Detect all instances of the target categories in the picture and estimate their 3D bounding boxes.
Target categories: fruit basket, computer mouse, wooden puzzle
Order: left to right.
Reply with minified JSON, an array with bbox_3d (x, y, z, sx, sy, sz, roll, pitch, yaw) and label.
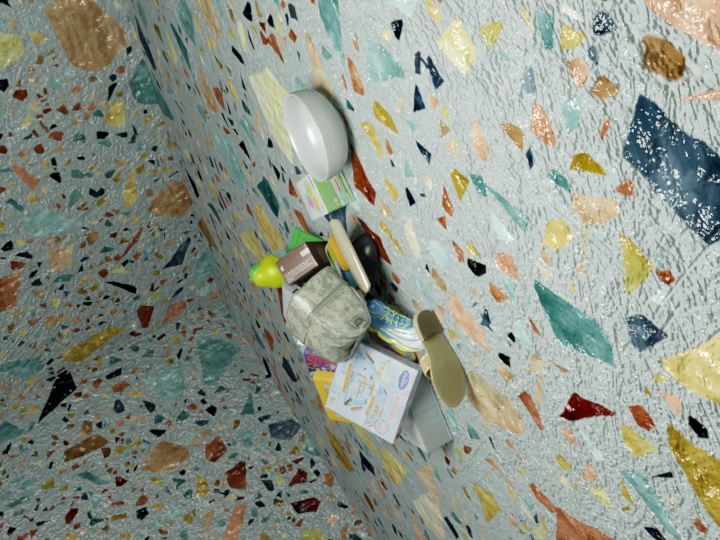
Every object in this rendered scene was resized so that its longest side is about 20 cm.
[{"bbox_3d":[-0.207,-0.012,1.992,0.216,0.215,0.156,90,-168,-54],"label":"fruit basket"},{"bbox_3d":[-0.039,-0.007,1.632,0.185,0.037,0.200,65,166,12],"label":"wooden puzzle"},{"bbox_3d":[0.000,0.000,1.667,0.200,0.053,0.139,93,156,-44],"label":"computer mouse"}]

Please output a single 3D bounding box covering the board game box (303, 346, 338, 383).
[{"bbox_3d":[-0.042,0.257,1.785,0.200,0.032,0.120,7,129,22],"label":"board game box"}]

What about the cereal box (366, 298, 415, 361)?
[{"bbox_3d":[0.060,0.145,1.762,0.200,0.039,0.144,17,129,65],"label":"cereal box"}]

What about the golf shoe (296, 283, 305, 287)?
[{"bbox_3d":[-0.080,0.079,1.785,0.200,0.088,0.077,27,131,32],"label":"golf shoe"}]

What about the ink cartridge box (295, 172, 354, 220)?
[{"bbox_3d":[-0.089,-0.188,1.684,0.104,0.059,0.200,65,162,-5],"label":"ink cartridge box"}]

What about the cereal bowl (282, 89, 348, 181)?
[{"bbox_3d":[-0.085,-0.295,1.492,0.200,0.083,0.200,51,158,30],"label":"cereal bowl"}]

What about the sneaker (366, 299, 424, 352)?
[{"bbox_3d":[0.065,0.120,1.567,0.200,0.076,0.105,16,163,42],"label":"sneaker"}]

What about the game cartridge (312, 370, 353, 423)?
[{"bbox_3d":[-0.010,0.336,1.799,0.200,0.032,0.176,5,132,27],"label":"game cartridge"}]

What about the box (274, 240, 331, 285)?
[{"bbox_3d":[-0.120,-0.022,1.777,0.075,0.100,0.200,60,-160,10],"label":"box"}]

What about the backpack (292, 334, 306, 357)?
[{"bbox_3d":[-0.090,0.208,2.046,0.200,0.153,0.176,52,-166,6],"label":"backpack"}]

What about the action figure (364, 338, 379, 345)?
[{"bbox_3d":[-0.056,0.138,1.816,0.149,0.134,0.200,-32,70,58],"label":"action figure"}]

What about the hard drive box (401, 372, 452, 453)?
[{"bbox_3d":[0.132,0.341,1.774,0.156,0.077,0.200,9,123,68],"label":"hard drive box"}]

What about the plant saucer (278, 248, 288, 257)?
[{"bbox_3d":[-0.140,0.013,1.878,0.200,0.019,0.070,45,-179,-31],"label":"plant saucer"}]

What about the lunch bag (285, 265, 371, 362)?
[{"bbox_3d":[-0.064,0.111,1.559,0.168,0.139,0.200,44,154,11],"label":"lunch bag"}]

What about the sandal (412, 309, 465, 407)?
[{"bbox_3d":[0.159,0.189,1.499,0.070,0.078,0.212,-32,77,65],"label":"sandal"}]

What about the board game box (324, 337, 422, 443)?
[{"bbox_3d":[0.030,0.281,1.685,0.199,0.041,0.200,25,108,22],"label":"board game box"}]

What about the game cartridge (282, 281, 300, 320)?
[{"bbox_3d":[-0.117,0.122,1.751,0.200,0.042,0.133,31,138,24],"label":"game cartridge"}]
